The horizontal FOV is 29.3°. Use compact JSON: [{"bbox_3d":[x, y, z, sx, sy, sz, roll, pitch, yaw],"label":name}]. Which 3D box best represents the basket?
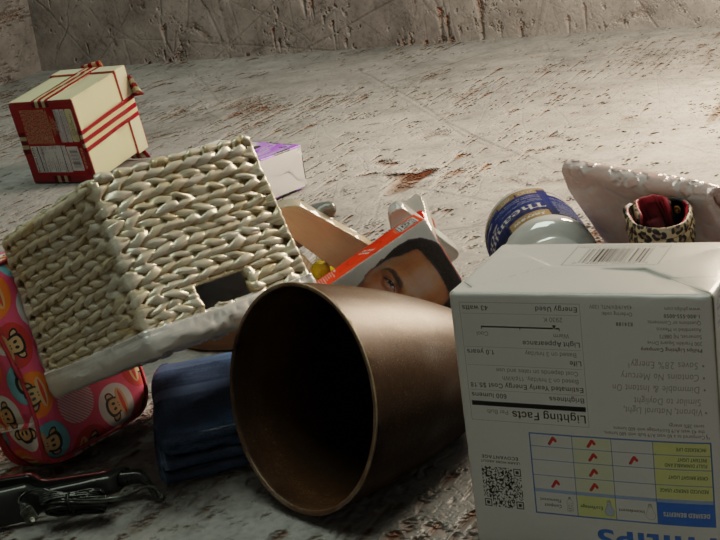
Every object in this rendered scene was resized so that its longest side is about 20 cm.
[{"bbox_3d":[-0.185,-0.002,1.240,0.197,0.163,0.199,-20,-3,-41],"label":"basket"}]

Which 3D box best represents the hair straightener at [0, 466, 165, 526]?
[{"bbox_3d":[-0.266,0.204,1.179,0.197,0.042,0.077,-4,18,1],"label":"hair straightener"}]

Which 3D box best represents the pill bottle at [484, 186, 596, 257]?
[{"bbox_3d":[0.200,-0.015,1.495,0.109,0.113,0.200,-9,17,0],"label":"pill bottle"}]

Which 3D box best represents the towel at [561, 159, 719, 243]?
[{"bbox_3d":[0.318,-0.035,1.402,0.199,0.191,0.032,16,63,51],"label":"towel"}]

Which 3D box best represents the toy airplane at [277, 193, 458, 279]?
[{"bbox_3d":[0.000,0.000,1.399,0.197,0.203,0.141,-14,30,-19],"label":"toy airplane"}]

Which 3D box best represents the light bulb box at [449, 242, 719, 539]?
[{"bbox_3d":[0.184,0.093,1.020,0.196,0.203,0.125,1,18,27],"label":"light bulb box"}]

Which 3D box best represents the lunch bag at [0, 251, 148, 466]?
[{"bbox_3d":[-0.287,0.069,1.317,0.081,0.203,0.175,-13,10,41],"label":"lunch bag"}]

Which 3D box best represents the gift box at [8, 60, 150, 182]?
[{"bbox_3d":[-0.493,-0.264,2.510,0.197,0.187,0.187,5,31,27],"label":"gift box"}]

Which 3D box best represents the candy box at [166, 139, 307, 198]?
[{"bbox_3d":[-0.214,-0.150,2.180,0.198,0.073,0.167,9,25,42],"label":"candy box"}]

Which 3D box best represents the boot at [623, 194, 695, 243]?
[{"bbox_3d":[0.292,0.001,1.330,0.072,0.153,0.200,-7,19,12],"label":"boot"}]

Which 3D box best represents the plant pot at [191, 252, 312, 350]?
[{"bbox_3d":[-0.133,0.013,1.603,0.198,0.094,0.201,-9,17,3],"label":"plant pot"}]

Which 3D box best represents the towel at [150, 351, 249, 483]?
[{"bbox_3d":[-0.142,0.134,1.304,0.110,0.049,0.200,-11,17,-6],"label":"towel"}]

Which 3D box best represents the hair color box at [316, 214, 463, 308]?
[{"bbox_3d":[0.000,0.045,1.300,0.199,0.102,0.061,-35,9,-2],"label":"hair color box"}]

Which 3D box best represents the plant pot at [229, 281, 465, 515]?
[{"bbox_3d":[0.021,0.095,1.175,0.198,0.190,0.186,-7,12,-43],"label":"plant pot"}]
